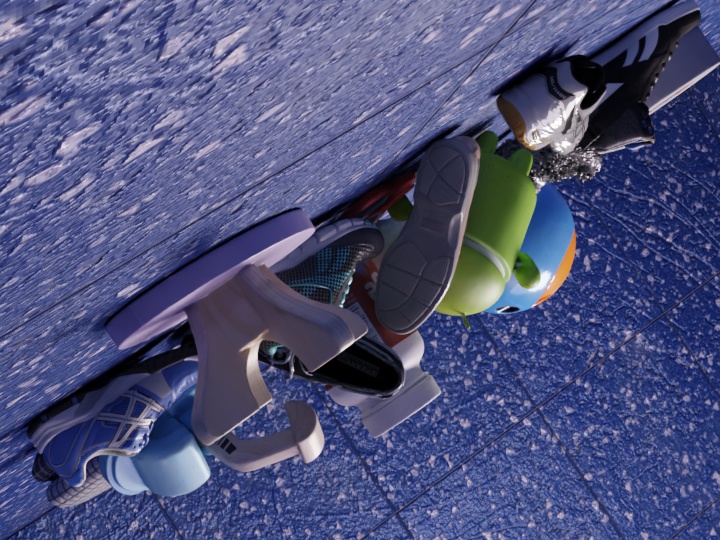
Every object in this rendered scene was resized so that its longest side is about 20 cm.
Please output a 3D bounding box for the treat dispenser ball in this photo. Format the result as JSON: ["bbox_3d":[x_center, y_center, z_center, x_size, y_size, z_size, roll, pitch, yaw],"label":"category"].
[{"bbox_3d":[0.195,-0.042,1.794,0.200,0.202,0.201,-34,177,-2],"label":"treat dispenser ball"}]

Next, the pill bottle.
[{"bbox_3d":[-0.006,0.063,1.325,0.112,0.201,0.112,-33,177,-2],"label":"pill bottle"}]

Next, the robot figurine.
[{"bbox_3d":[0.111,-0.042,1.347,0.201,0.174,0.116,-67,-171,-24],"label":"robot figurine"}]

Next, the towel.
[{"bbox_3d":[-0.271,0.184,1.539,0.165,0.086,0.200,-38,173,32],"label":"towel"}]

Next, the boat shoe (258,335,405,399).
[{"bbox_3d":[-0.052,0.072,1.233,0.074,0.198,0.068,-63,179,0],"label":"boat shoe"}]

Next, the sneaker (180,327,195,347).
[{"bbox_3d":[-0.145,0.067,1.405,0.200,0.071,0.083,99,8,-74],"label":"sneaker"}]

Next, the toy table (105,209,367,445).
[{"bbox_3d":[-0.089,0.045,1.028,0.199,0.118,0.184,-33,177,-29],"label":"toy table"}]

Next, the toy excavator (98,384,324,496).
[{"bbox_3d":[-0.161,0.175,1.337,0.194,0.200,0.100,-37,137,-21],"label":"toy excavator"}]

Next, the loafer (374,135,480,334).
[{"bbox_3d":[0.072,-0.033,1.248,0.063,0.072,0.201,-28,140,-60],"label":"loafer"}]

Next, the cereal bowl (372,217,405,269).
[{"bbox_3d":[0.000,0.000,1.478,0.199,0.084,0.200,-35,179,0],"label":"cereal bowl"}]

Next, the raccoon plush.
[{"bbox_3d":[0.207,-0.161,1.553,0.133,0.097,0.200,-21,147,-1],"label":"raccoon plush"}]

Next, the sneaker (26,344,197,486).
[{"bbox_3d":[-0.224,0.138,1.288,0.199,0.077,0.076,-29,175,-15],"label":"sneaker"}]

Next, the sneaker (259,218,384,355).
[{"bbox_3d":[-0.043,0.018,1.189,0.199,0.092,0.078,-25,171,-42],"label":"sneaker"}]

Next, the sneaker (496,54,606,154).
[{"bbox_3d":[0.199,-0.160,1.233,0.087,0.076,0.200,-35,177,23],"label":"sneaker"}]

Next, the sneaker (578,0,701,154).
[{"bbox_3d":[0.304,-0.197,1.411,0.199,0.112,0.073,-34,178,-7],"label":"sneaker"}]

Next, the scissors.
[{"bbox_3d":[0.054,-0.093,1.277,0.199,0.014,0.073,-38,163,-4],"label":"scissors"}]

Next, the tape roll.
[{"bbox_3d":[0.431,-0.275,1.930,0.199,0.066,0.200,-33,177,-2],"label":"tape roll"}]
